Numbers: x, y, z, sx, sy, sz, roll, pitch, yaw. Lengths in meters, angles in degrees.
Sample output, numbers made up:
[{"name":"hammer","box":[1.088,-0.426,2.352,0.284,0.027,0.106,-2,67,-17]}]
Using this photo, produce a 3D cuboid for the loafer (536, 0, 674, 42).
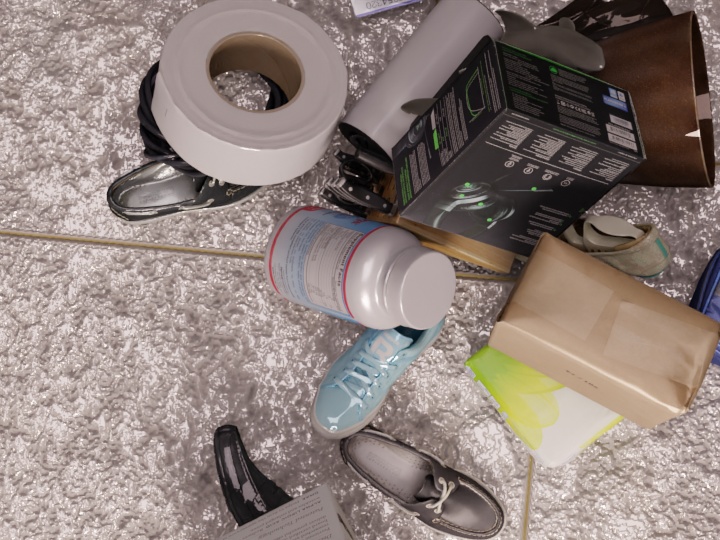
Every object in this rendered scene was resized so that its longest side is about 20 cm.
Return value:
[{"name":"loafer","box":[0.246,-0.267,1.753,0.200,0.073,0.071,-11,72,-1]}]

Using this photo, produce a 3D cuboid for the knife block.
[{"name":"knife block","box":[0.062,-0.068,1.674,0.200,0.176,0.064,19,86,18]}]

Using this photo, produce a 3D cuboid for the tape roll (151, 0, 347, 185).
[{"name":"tape roll","box":[-0.117,-0.191,1.684,0.202,0.071,0.203,6,60,-11]}]

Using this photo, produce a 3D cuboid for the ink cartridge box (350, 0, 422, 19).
[{"name":"ink cartridge box","box":[0.060,-0.397,1.784,0.196,0.043,0.200,-15,86,0]}]

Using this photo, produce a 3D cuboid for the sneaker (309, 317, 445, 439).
[{"name":"sneaker","box":[0.017,0.090,1.691,0.074,0.082,0.200,35,69,14]}]

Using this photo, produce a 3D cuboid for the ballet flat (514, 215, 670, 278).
[{"name":"ballet flat","box":[0.236,-0.039,1.683,0.200,0.062,0.067,8,51,37]}]

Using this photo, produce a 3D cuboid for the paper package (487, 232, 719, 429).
[{"name":"paper package","box":[0.239,0.066,1.583,0.200,0.191,0.104,27,81,6]}]

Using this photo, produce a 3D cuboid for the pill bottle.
[{"name":"pill bottle","box":[0.000,0.000,1.665,0.200,0.109,0.109,16,84,43]}]

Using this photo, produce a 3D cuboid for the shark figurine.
[{"name":"shark figurine","box":[0.147,-0.228,1.666,0.214,0.090,0.128,-21,42,25]}]

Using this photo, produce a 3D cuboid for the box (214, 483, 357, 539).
[{"name":"box","box":[-0.069,0.363,1.626,0.200,0.131,0.199,-27,115,0]}]

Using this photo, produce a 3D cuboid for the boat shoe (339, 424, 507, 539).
[{"name":"boat shoe","box":[0.067,0.229,1.707,0.200,0.060,0.074,34,88,6]}]

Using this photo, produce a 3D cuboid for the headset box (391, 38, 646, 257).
[{"name":"headset box","box":[0.150,-0.112,1.588,0.174,0.200,0.093,16,49,-28]}]

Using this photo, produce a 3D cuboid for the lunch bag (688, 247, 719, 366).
[{"name":"lunch bag","box":[0.450,0.054,1.672,0.200,0.132,0.136,22,86,5]}]

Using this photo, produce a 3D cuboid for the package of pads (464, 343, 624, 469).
[{"name":"package of pads","box":[0.234,0.101,1.710,0.200,0.068,0.155,-37,82,-1]}]

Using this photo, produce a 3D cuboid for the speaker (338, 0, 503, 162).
[{"name":"speaker","box":[0.065,-0.207,1.730,0.081,0.081,0.200,38,78,6]}]

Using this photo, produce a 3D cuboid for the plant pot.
[{"name":"plant pot","box":[0.267,-0.170,1.696,0.200,0.187,0.187,-6,83,18]}]

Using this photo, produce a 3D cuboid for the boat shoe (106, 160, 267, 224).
[{"name":"boat shoe","box":[-0.183,-0.100,1.754,0.200,0.060,0.076,-22,81,0]}]

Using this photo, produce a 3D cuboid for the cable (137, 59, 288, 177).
[{"name":"cable","box":[-0.161,-0.184,1.733,0.200,0.051,0.163,-36,79,-24]}]

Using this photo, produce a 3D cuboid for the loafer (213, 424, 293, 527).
[{"name":"loafer","box":[-0.102,0.256,1.710,0.070,0.068,0.201,-21,90,3]}]
